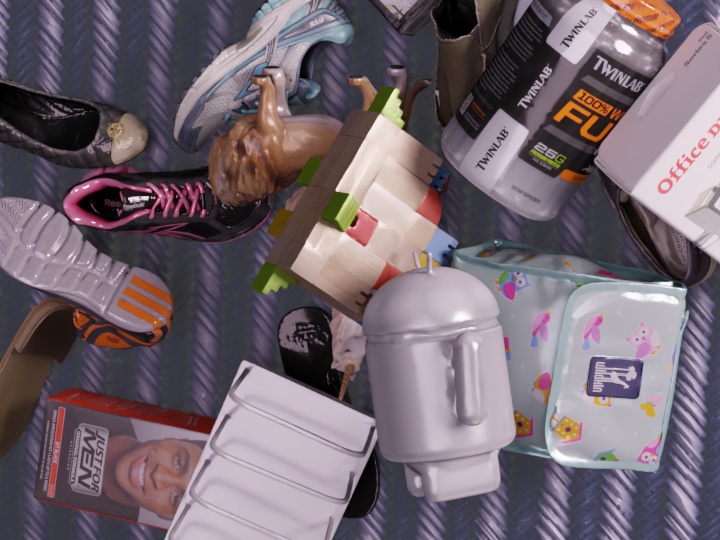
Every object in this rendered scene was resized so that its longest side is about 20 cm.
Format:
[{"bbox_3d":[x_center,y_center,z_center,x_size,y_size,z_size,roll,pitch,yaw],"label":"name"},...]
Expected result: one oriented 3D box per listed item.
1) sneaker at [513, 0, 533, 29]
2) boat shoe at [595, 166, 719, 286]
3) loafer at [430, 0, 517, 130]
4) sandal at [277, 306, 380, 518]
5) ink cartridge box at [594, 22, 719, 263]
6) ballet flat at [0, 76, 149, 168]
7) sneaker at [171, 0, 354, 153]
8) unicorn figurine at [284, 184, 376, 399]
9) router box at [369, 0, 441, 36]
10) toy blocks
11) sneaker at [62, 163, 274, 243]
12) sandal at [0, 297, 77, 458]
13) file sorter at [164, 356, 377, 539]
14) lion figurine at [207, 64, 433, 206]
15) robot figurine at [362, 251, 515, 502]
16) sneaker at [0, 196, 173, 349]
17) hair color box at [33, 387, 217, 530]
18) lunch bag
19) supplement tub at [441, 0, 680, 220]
[{"bbox_3d":[0.200,-0.274,1.547,0.071,0.073,0.200,34,103,19],"label":"sneaker"},{"bbox_3d":[0.241,-0.076,1.563,0.072,0.065,0.200,-26,88,19],"label":"boat shoe"},{"bbox_3d":[0.085,-0.201,1.562,0.075,0.070,0.201,38,133,42],"label":"loafer"},{"bbox_3d":[-0.037,0.133,1.677,0.075,0.045,0.201,-15,92,16],"label":"sandal"},{"bbox_3d":[0.312,-0.080,1.479,0.200,0.084,0.146,33,102,-26],"label":"ink cartridge box"},{"bbox_3d":[-0.291,-0.138,1.707,0.199,0.057,0.067,13,70,14],"label":"ballet flat"},{"bbox_3d":[-0.087,-0.170,1.643,0.086,0.078,0.200,45,106,4],"label":"sneaker"},{"bbox_3d":[0.000,0.000,1.643,0.137,0.074,0.200,-39,65,13],"label":"unicorn figurine"},{"bbox_3d":[0.059,-0.326,1.594,0.200,0.051,0.149,-45,82,16],"label":"router box"},{"bbox_3d":[0.017,-0.035,1.557,0.137,0.100,0.200,34,81,-28],"label":"toy blocks"},{"bbox_3d":[-0.179,-0.061,1.671,0.199,0.095,0.079,-2,93,15],"label":"sneaker"},{"bbox_3d":[-0.349,0.104,1.765,0.212,0.078,0.070,-54,50,8],"label":"sandal"},{"bbox_3d":[-0.085,0.204,1.603,0.138,0.125,0.200,24,100,1],"label":"file sorter"},{"bbox_3d":[-0.036,-0.113,1.600,0.199,0.072,0.123,2,108,8],"label":"lion figurine"},{"bbox_3d":[0.063,0.084,1.496,0.113,0.170,0.201,-9,93,-21],"label":"robot figurine"},{"bbox_3d":[-0.266,0.015,1.684,0.200,0.112,0.078,33,65,3],"label":"sneaker"},{"bbox_3d":[-0.198,0.181,1.720,0.199,0.061,0.102,10,98,14],"label":"hair color box"},{"bbox_3d":[0.173,0.073,1.560,0.199,0.122,0.171,13,102,26],"label":"lunch bag"},{"bbox_3d":[0.166,-0.151,1.511,0.122,0.123,0.200,37,109,9],"label":"supplement tub"}]
